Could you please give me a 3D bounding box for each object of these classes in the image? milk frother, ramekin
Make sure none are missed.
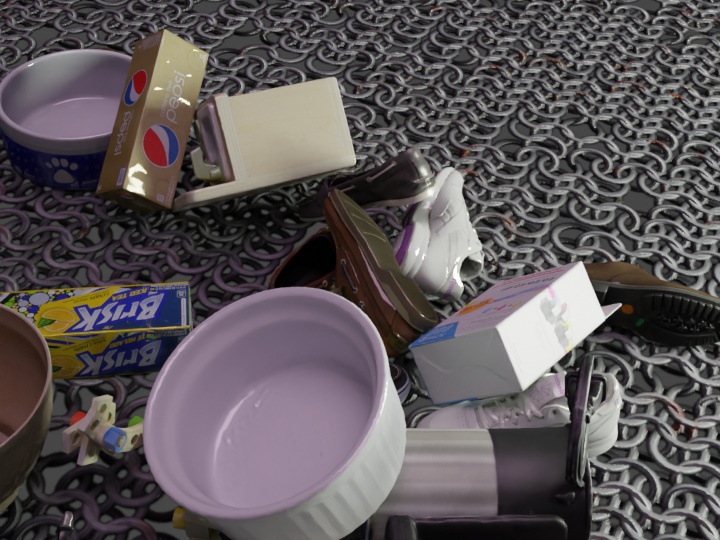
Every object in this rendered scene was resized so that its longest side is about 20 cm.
[{"bbox_3d":[0.096,0.155,0.868,0.187,0.201,0.181,0,13,-4],"label":"milk frother"},{"bbox_3d":[-0.060,0.122,0.833,0.199,0.098,0.201,-12,49,14],"label":"ramekin"}]

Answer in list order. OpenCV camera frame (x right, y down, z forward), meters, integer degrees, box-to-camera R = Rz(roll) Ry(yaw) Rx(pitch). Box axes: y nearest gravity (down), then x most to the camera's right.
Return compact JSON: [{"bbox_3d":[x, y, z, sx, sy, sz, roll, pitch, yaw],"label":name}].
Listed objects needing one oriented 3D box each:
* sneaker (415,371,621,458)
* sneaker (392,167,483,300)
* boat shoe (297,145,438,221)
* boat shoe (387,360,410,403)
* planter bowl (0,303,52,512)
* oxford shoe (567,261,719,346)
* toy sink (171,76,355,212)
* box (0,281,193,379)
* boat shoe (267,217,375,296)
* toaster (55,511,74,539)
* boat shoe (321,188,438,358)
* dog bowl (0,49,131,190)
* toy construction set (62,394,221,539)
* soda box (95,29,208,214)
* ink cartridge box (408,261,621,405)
[{"bbox_3d":[0.147,0.130,0.989,0.199,0.100,0.075,-7,45,-9],"label":"sneaker"},{"bbox_3d":[0.093,-0.038,1.194,0.099,0.075,0.200,29,42,-5],"label":"sneaker"},{"bbox_3d":[0.001,-0.098,1.191,0.199,0.057,0.067,-8,19,42],"label":"boat shoe"},{"bbox_3d":[-0.035,0.099,1.004,0.199,0.071,0.072,-1,32,-30],"label":"boat shoe"},{"bbox_3d":[-0.360,0.140,0.917,0.199,0.135,0.201,2,42,-2],"label":"planter bowl"},{"bbox_3d":[0.306,0.025,1.136,0.199,0.073,0.085,14,39,9],"label":"oxford shoe"},{"bbox_3d":[-0.127,-0.147,1.222,0.199,0.113,0.130,-15,3,-18],"label":"toy sink"},{"bbox_3d":[-0.268,0.061,1.061,0.199,0.065,0.070,-4,42,-7],"label":"box"},{"bbox_3d":[-0.037,-0.008,1.150,0.070,0.071,0.200,17,43,20],"label":"boat shoe"},{"bbox_3d":[-0.262,0.295,0.721,0.118,0.182,0.201,5,43,4],"label":"toaster"},{"bbox_3d":[0.000,0.000,1.079,0.072,0.068,0.200,26,26,-47],"label":"boat shoe"},{"bbox_3d":[-0.346,-0.190,1.319,0.199,0.079,0.201,2,42,-2],"label":"dog bowl"},{"bbox_3d":[-0.160,0.174,0.935,0.199,0.092,0.131,30,48,12],"label":"toy construction set"},{"bbox_3d":[-0.240,-0.172,1.232,0.064,0.068,0.201,-5,68,47],"label":"soda box"},{"bbox_3d":[0.155,0.052,1.038,0.115,0.068,0.200,-17,10,46],"label":"ink cartridge box"}]
